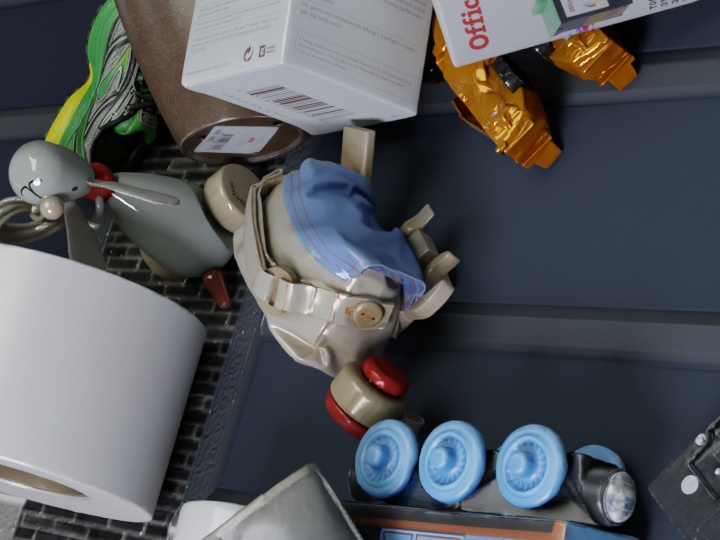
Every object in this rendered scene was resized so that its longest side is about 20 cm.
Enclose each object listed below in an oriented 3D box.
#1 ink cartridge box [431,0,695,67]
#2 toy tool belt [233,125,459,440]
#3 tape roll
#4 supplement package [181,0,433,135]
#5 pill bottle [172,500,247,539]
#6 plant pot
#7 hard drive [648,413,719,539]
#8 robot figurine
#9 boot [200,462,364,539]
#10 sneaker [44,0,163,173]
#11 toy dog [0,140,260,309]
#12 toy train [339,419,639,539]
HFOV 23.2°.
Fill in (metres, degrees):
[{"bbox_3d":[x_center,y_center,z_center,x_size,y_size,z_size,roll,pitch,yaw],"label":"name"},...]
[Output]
[{"bbox_3d":[0.127,-0.215,1.015,0.199,0.145,0.084,-15,54,6],"label":"ink cartridge box"},{"bbox_3d":[0.000,0.000,1.094,0.123,0.125,0.200,-53,39,18],"label":"toy tool belt"},{"bbox_3d":[-0.220,0.078,1.210,0.202,0.202,0.140,0,69,45],"label":"tape roll"},{"bbox_3d":[-0.026,-0.206,1.156,0.117,0.117,0.201,-5,72,52],"label":"supplement package"},{"bbox_3d":[-0.086,0.246,1.048,0.114,0.114,0.201,-7,64,42],"label":"pill bottle"},{"bbox_3d":[-0.097,-0.185,1.270,0.186,0.186,0.201,-20,70,36],"label":"plant pot"},{"bbox_3d":[0.250,0.089,0.860,0.200,0.038,0.140,-49,43,14],"label":"hard drive"},{"bbox_3d":[0.091,-0.162,1.142,0.145,0.058,0.200,-45,44,16],"label":"robot figurine"},{"bbox_3d":[-0.034,0.234,0.962,0.182,0.073,0.200,-41,88,6],"label":"boot"},{"bbox_3d":[-0.177,-0.146,1.398,0.085,0.078,0.201,29,99,42],"label":"sneaker"},{"bbox_3d":[-0.153,-0.024,1.227,0.132,0.199,0.097,-54,46,47],"label":"toy dog"},{"bbox_3d":[0.065,0.146,0.980,0.199,0.086,0.115,-3,72,44],"label":"toy train"}]
